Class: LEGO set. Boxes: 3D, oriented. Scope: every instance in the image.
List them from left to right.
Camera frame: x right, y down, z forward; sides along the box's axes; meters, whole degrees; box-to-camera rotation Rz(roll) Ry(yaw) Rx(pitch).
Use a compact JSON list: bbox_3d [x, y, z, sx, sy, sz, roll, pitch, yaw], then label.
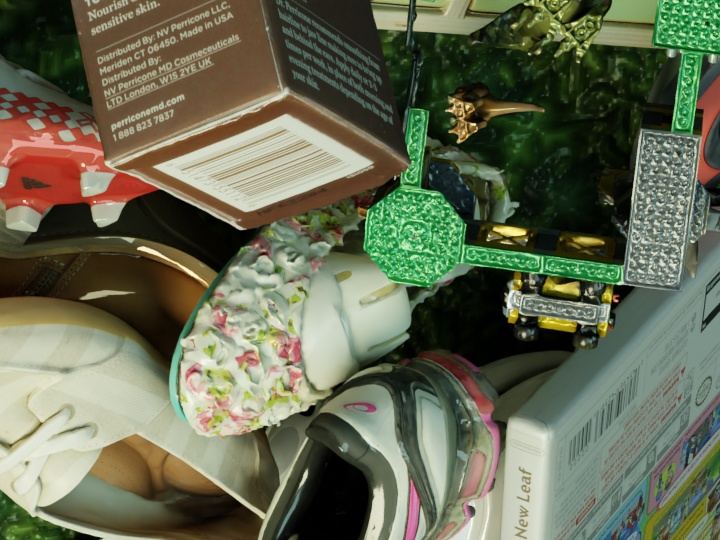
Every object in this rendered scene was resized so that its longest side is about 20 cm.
[{"bbox_3d":[0.075,-0.085,0.958,0.153,0.116,0.202,0,109,8],"label":"LEGO set"}]

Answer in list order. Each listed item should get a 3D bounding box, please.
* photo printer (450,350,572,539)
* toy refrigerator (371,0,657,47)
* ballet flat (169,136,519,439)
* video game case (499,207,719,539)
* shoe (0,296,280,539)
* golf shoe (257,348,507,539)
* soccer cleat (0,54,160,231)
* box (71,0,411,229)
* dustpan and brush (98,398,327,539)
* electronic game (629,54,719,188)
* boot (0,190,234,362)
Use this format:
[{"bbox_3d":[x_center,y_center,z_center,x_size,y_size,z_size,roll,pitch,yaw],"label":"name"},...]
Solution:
[{"bbox_3d":[0.049,0.131,1.106,0.166,0.069,0.201,-14,122,-58],"label":"photo printer"},{"bbox_3d":[0.058,-0.135,1.017,0.199,0.070,0.076,2,136,-26],"label":"toy refrigerator"},{"bbox_3d":[0.000,0.000,1.006,0.200,0.064,0.076,-47,135,-50],"label":"ballet flat"},{"bbox_3d":[0.109,0.087,1.078,0.200,0.022,0.183,-42,142,-47],"label":"video game case"},{"bbox_3d":[-0.091,0.063,0.979,0.070,0.054,0.200,-37,143,20],"label":"shoe"},{"bbox_3d":[-0.016,0.123,0.993,0.092,0.072,0.201,-14,127,-50],"label":"golf shoe"},{"bbox_3d":[-0.155,-0.068,0.914,0.198,0.069,0.086,8,76,8],"label":"soccer cleat"},{"bbox_3d":[-0.054,-0.125,0.894,0.075,0.201,0.100,-19,160,21],"label":"box"},{"bbox_3d":[-0.067,0.136,1.082,0.139,0.057,0.201,28,64,5],"label":"dustpan and brush"},{"bbox_3d":[0.192,-0.093,1.076,0.199,0.042,0.200,-32,161,-13],"label":"electronic game"},{"bbox_3d":[-0.128,0.032,1.015,0.155,0.077,0.200,-48,133,8],"label":"boot"}]
